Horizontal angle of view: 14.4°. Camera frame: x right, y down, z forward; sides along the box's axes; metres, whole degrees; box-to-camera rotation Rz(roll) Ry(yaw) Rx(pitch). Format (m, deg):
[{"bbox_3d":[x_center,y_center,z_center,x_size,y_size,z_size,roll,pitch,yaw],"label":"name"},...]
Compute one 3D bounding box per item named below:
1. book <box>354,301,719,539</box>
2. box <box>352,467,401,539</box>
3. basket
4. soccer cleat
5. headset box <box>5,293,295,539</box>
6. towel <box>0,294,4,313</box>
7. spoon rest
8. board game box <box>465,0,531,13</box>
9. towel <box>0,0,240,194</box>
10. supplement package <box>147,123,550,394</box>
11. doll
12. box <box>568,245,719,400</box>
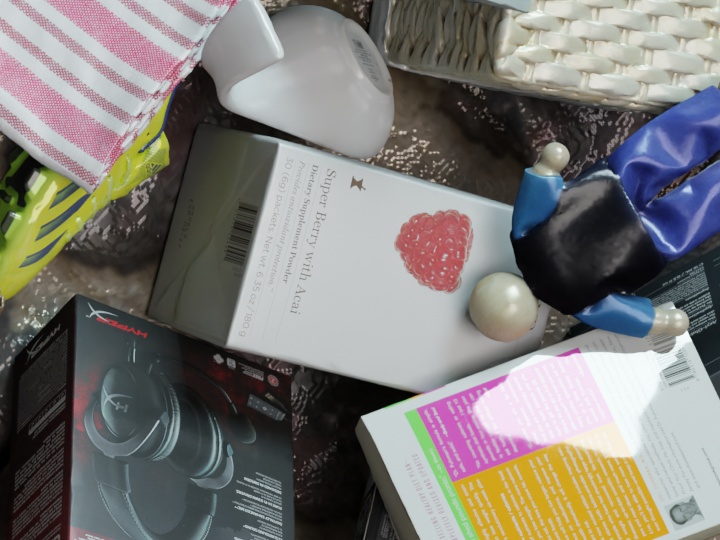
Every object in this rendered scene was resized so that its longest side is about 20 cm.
[{"bbox_3d":[0.113,0.110,1.606,0.199,0.048,0.134,-19,73,-16],"label":"book"},{"bbox_3d":[0.069,0.194,1.622,0.160,0.044,0.201,17,61,-6],"label":"box"},{"bbox_3d":[0.133,-0.196,1.671,0.199,0.161,0.199,9,95,-26],"label":"basket"},{"bbox_3d":[-0.148,-0.061,1.604,0.084,0.065,0.201,34,82,-29],"label":"soccer cleat"},{"bbox_3d":[-0.116,0.132,1.582,0.148,0.077,0.201,23,43,-27],"label":"headset box"},{"bbox_3d":[-0.300,0.054,1.516,0.199,0.147,0.022,-6,64,-27],"label":"towel"},{"bbox_3d":[-0.037,-0.112,1.606,0.060,0.200,0.100,-29,76,17],"label":"spoon rest"},{"bbox_3d":[0.013,-0.233,1.580,0.064,0.199,0.148,8,95,-56],"label":"board game box"},{"bbox_3d":[-0.144,-0.161,1.562,0.146,0.030,0.200,36,84,12],"label":"towel"},{"bbox_3d":[0.000,0.000,1.656,0.199,0.120,0.122,14,91,-28],"label":"supplement package"},{"bbox_3d":[0.149,-0.022,1.611,0.200,0.048,0.137,-33,105,-4],"label":"doll"},{"bbox_3d":[0.233,0.049,1.723,0.200,0.141,0.079,-29,112,15],"label":"box"}]
